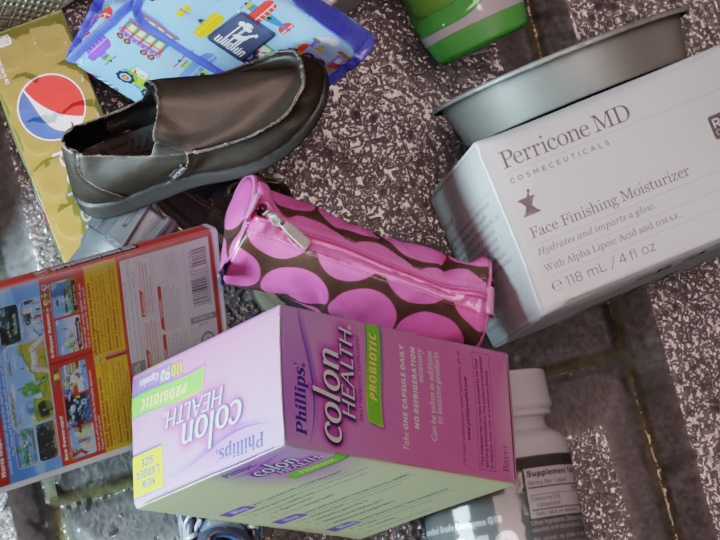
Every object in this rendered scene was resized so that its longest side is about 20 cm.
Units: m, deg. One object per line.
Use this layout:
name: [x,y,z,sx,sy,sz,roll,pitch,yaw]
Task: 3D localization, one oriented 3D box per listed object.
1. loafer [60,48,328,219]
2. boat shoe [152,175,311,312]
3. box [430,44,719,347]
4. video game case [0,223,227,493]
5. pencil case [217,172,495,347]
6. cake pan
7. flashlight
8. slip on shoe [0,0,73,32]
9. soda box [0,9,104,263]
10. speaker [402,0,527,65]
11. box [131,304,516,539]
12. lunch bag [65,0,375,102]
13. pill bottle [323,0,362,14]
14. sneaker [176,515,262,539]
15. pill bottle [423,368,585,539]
loafer: [-0.116,-0.098,1.612,0.199,0.071,0.073,-25,51,9]
boat shoe: [-0.079,-0.038,1.728,0.200,0.075,0.073,40,121,-7]
box: [0.175,-0.049,1.706,0.198,0.200,0.131,-22,85,-9]
video game case: [-0.179,0.060,1.628,0.199,0.017,0.144,-17,112,-31]
pencil case: [0.000,0.000,1.641,0.199,0.094,0.091,18,62,-11]
cake pan: [0.150,-0.137,1.719,0.199,0.200,0.037,-22,90,-10]
flashlight: [-0.201,0.037,1.654,0.068,0.068,0.200,37,85,-6]
slip on shoe: [-0.253,-0.224,1.758,0.199,0.074,0.061,-28,50,-4]
soda box: [-0.212,-0.082,1.734,0.067,0.064,0.201,-21,85,-8]
speaker: [0.049,-0.257,1.749,0.088,0.088,0.201,-25,91,-10]
box: [-0.026,0.108,1.615,0.199,0.176,0.097,12,65,-36]
lunch bag: [-0.090,-0.175,1.669,0.150,0.200,0.094,32,61,-20]
pill bottle: [-0.076,-0.271,1.753,0.120,0.120,0.200,-38,86,-11]
sneaker: [-0.098,0.177,1.695,0.077,0.085,0.201,-9,81,-8]
pill bottle: [0.102,0.178,1.704,0.113,0.114,0.201,-9,82,-8]
